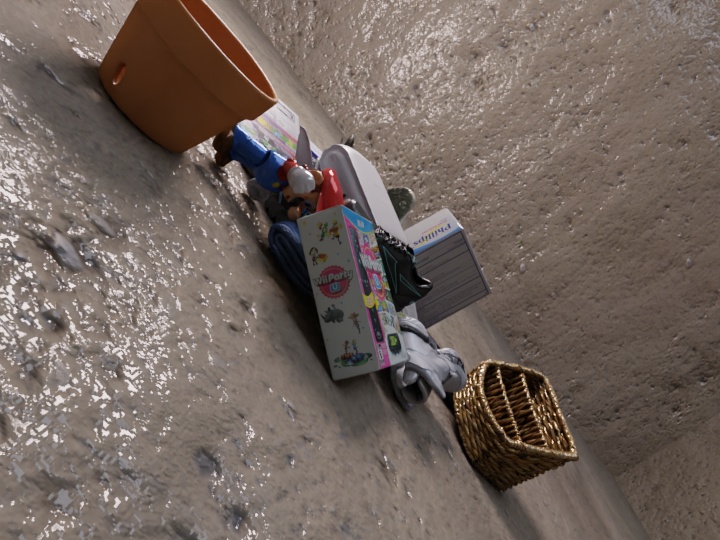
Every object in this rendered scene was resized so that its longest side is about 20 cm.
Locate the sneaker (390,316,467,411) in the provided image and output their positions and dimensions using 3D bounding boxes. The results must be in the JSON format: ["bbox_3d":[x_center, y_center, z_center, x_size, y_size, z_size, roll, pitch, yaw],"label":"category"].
[{"bbox_3d":[0.102,0.163,0.892,0.200,0.075,0.115,44,31,-37],"label":"sneaker"}]

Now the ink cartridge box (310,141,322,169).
[{"bbox_3d":[-0.144,-0.275,1.251,0.196,0.043,0.200,42,9,-9],"label":"ink cartridge box"}]

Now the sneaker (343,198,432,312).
[{"bbox_3d":[0.039,-0.031,0.907,0.200,0.079,0.075,57,27,-23],"label":"sneaker"}]

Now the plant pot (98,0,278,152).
[{"bbox_3d":[-0.218,-0.241,0.728,0.200,0.140,0.200,49,11,-13],"label":"plant pot"}]

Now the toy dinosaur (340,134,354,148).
[{"bbox_3d":[-0.027,-0.179,1.229,0.102,0.077,0.201,-62,145,-66],"label":"toy dinosaur"}]

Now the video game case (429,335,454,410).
[{"bbox_3d":[0.159,0.198,1.169,0.200,0.025,0.181,51,11,-13],"label":"video game case"}]

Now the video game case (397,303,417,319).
[{"bbox_3d":[0.049,0.074,0.971,0.200,0.022,0.183,38,38,-52],"label":"video game case"}]

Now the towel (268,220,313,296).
[{"bbox_3d":[-0.071,-0.020,0.865,0.112,0.048,0.200,53,12,4],"label":"towel"}]

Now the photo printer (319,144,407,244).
[{"bbox_3d":[0.005,-0.126,1.065,0.166,0.069,0.201,23,43,-63],"label":"photo printer"}]

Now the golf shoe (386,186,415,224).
[{"bbox_3d":[0.063,-0.119,1.299,0.097,0.200,0.079,-7,69,-43],"label":"golf shoe"}]

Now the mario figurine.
[{"bbox_3d":[-0.118,-0.119,0.829,0.200,0.106,0.124,29,21,-2],"label":"mario figurine"}]

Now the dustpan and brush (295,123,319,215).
[{"bbox_3d":[-0.089,-0.131,1.024,0.140,0.057,0.201,108,-12,-73],"label":"dustpan and brush"}]

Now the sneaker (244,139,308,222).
[{"bbox_3d":[-0.128,-0.153,0.965,0.073,0.082,0.200,31,22,-55],"label":"sneaker"}]

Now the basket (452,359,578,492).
[{"bbox_3d":[0.255,0.244,1.023,0.143,0.149,0.200,46,24,-27],"label":"basket"}]

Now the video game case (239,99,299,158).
[{"bbox_3d":[-0.184,-0.276,1.097,0.200,0.023,0.183,35,39,-44],"label":"video game case"}]

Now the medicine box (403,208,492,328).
[{"bbox_3d":[0.161,0.000,1.302,0.200,0.182,0.103,59,5,-33],"label":"medicine box"}]

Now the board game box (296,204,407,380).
[{"bbox_3d":[-0.007,0.030,0.764,0.148,0.064,0.201,14,60,-73],"label":"board game box"}]
